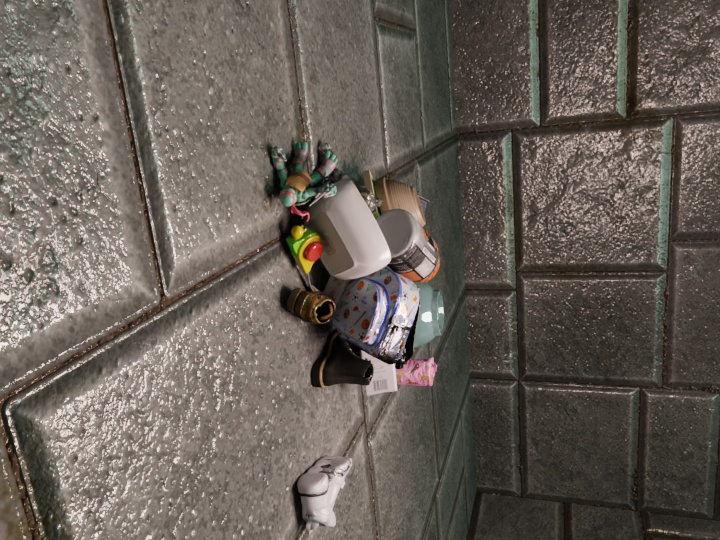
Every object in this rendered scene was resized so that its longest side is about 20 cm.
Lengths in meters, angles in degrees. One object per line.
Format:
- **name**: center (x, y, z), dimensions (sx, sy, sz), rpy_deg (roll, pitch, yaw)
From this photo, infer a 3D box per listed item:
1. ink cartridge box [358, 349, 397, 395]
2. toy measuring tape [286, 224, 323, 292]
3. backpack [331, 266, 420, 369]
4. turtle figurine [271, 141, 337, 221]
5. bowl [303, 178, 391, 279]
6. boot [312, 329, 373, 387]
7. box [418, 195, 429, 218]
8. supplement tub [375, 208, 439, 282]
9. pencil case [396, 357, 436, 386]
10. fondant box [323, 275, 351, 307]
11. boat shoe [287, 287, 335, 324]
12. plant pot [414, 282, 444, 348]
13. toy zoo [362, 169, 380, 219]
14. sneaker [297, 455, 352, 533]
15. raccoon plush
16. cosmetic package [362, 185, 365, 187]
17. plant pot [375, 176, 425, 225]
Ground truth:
- **ink cartridge box**: center (0.035, 0.190, 1.524), dimensions (0.200, 0.081, 0.181), rpy_deg (-106, -171, -73)
- **toy measuring tape**: center (-0.102, -0.029, 1.245), dimensions (0.202, 0.071, 0.075), rpy_deg (71, 26, -50)
- **backpack**: center (0.038, 0.088, 1.325), dimensions (0.153, 0.198, 0.194), rpy_deg (32, 83, -45)
- **turtle figurine**: center (-0.118, -0.183, 1.165), dimensions (0.101, 0.148, 0.202), rpy_deg (-50, -170, 36)
- **bowl**: center (-0.042, -0.070, 1.239), dimensions (0.074, 0.199, 0.203), rpy_deg (-33, 97, -28)
- **boot**: center (-0.018, 0.209, 1.386), dimensions (0.201, 0.134, 0.079), rpy_deg (-63, 146, -55)
- **box**: center (0.117, -0.112, 1.746), dimensions (0.149, 0.105, 0.203), rpy_deg (121, -11, -49)
- **supplement tub**: center (0.110, -0.049, 1.372), dimensions (0.200, 0.119, 0.126), rpy_deg (37, 54, -58)
- **pencil case**: center (0.118, 0.287, 1.687), dimensions (0.084, 0.194, 0.088), rpy_deg (70, 26, -46)
- **fondant box**: center (0.000, 0.000, 1.414), dimensions (0.143, 0.057, 0.204), rpy_deg (22, 92, -58)
- **boat shoe**: center (-0.089, 0.086, 1.255), dimensions (0.074, 0.067, 0.199), rpy_deg (-70, 162, 1)
- **plant pot**: center (0.157, 0.116, 1.604), dimensions (0.200, 0.130, 0.207), rpy_deg (-2, 90, -74)
- **toy zoo**: center (0.052, -0.149, 1.535), dimensions (0.201, 0.020, 0.134), rpy_deg (58, 20, -56)
- **sneaker**: center (-0.077, 0.492, 1.309), dimensions (0.199, 0.073, 0.119), rpy_deg (-7, 97, -66)
- **raccoon plush**: center (-0.029, -0.206, 1.327), dimensions (0.096, 0.131, 0.206), rpy_deg (-15, 91, -63)
- **cosmetic package**: center (0.005, -0.123, 1.562), dimensions (0.201, 0.069, 0.104), rpy_deg (56, 38, -57)
- **plant pot**: center (0.113, -0.155, 1.539), dimensions (0.201, 0.091, 0.206), rpy_deg (-19, 91, -78)
